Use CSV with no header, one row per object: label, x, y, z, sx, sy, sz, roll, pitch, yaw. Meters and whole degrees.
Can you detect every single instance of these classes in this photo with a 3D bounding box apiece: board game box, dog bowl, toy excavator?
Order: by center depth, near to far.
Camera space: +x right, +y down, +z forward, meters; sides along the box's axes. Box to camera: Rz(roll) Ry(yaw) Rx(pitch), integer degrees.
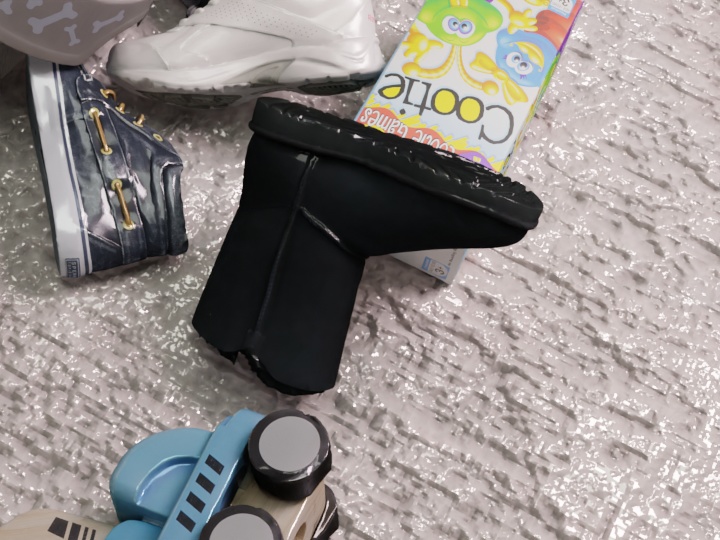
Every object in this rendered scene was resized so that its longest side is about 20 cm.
toy excavator,-0.132,0.156,0.785,0.198,0.100,0.196,17,56,16
dog bowl,-0.212,-0.236,0.908,0.199,0.058,0.202,31,41,-31
board game box,0.067,-0.112,0.957,0.102,0.105,0.201,26,60,5

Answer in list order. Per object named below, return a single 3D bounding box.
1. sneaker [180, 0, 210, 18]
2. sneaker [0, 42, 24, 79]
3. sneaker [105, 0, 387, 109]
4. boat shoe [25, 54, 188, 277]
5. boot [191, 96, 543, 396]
sneaker,-0.087,-0.259,1.035,0.112,0.076,0.202,2,59,-7
sneaker,-0.336,-0.165,0.942,0.199,0.074,0.118,-25,59,-27
sneaker,-0.081,-0.168,0.954,0.197,0.078,0.101,-4,86,4
boat shoe,-0.176,-0.093,0.930,0.090,0.071,0.202,-8,71,-17
boot,0.000,0.000,0.846,0.198,0.170,0.076,20,15,15
